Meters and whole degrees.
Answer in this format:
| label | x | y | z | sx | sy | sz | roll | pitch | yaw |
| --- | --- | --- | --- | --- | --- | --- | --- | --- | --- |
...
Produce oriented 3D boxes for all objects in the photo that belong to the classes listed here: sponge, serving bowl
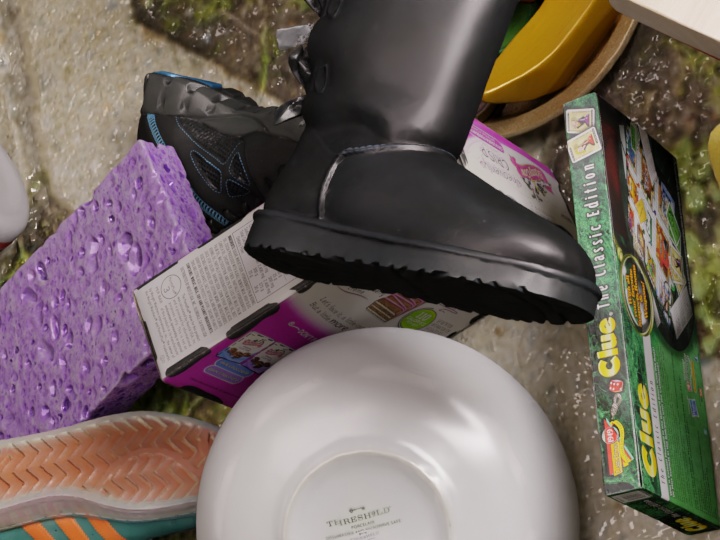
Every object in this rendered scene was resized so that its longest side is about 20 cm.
| label | x | y | z | sx | sy | sz | roll | pitch | yaw |
| --- | --- | --- | --- | --- | --- | --- | --- | --- | --- |
| sponge | -0.155 | 0.028 | 1.347 | 0.200 | 0.030 | 0.112 | -43 | 58 | 33 |
| serving bowl | 0.009 | 0.130 | 1.172 | 0.199 | 0.066 | 0.201 | 0 | 91 | 9 |

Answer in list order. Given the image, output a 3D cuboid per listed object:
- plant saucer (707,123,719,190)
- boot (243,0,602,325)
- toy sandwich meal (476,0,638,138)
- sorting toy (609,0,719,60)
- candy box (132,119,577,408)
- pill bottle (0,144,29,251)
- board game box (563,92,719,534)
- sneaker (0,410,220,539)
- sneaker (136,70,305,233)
| label | x | y | z | sx | sy | sz | roll | pitch | yaw |
| --- | --- | --- | --- | --- | --- | --- | --- | --- | --- |
| plant saucer | 0.274 | 0.000 | 1.000 | 0.199 | 0.048 | 0.201 | -15 | 78 | -11 |
| boot | 0.041 | -0.068 | 1.101 | 0.198 | 0.073 | 0.163 | 11 | 78 | 34 |
| toy sandwich meal | 0.072 | -0.170 | 1.276 | 0.204 | 0.070 | 0.206 | -11 | 69 | 29 |
| sorting toy | 0.248 | -0.159 | 1.114 | 0.198 | 0.070 | 0.200 | 26 | 74 | 10 |
| candy box | 0.000 | 0.000 | 1.227 | 0.200 | 0.136 | 0.061 | -32 | 61 | 19 |
| pill bottle | -0.311 | -0.012 | 1.440 | 0.200 | 0.116 | 0.116 | -37 | 58 | 16 |
| board game box | 0.139 | 0.022 | 1.151 | 0.023 | 0.105 | 0.201 | -13 | 67 | 24 |
| sneaker | -0.151 | 0.134 | 1.327 | 0.199 | 0.080 | 0.072 | -7 | 47 | 12 |
| sneaker | -0.051 | -0.056 | 1.327 | 0.200 | 0.073 | 0.082 | 18 | 97 | 42 |
